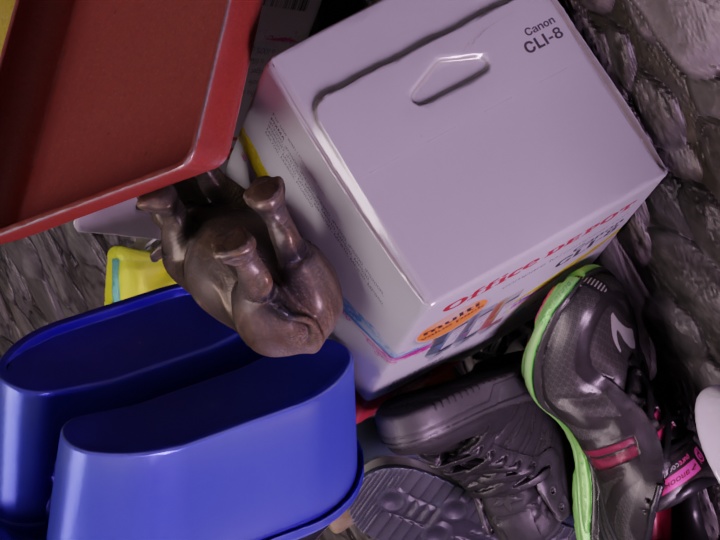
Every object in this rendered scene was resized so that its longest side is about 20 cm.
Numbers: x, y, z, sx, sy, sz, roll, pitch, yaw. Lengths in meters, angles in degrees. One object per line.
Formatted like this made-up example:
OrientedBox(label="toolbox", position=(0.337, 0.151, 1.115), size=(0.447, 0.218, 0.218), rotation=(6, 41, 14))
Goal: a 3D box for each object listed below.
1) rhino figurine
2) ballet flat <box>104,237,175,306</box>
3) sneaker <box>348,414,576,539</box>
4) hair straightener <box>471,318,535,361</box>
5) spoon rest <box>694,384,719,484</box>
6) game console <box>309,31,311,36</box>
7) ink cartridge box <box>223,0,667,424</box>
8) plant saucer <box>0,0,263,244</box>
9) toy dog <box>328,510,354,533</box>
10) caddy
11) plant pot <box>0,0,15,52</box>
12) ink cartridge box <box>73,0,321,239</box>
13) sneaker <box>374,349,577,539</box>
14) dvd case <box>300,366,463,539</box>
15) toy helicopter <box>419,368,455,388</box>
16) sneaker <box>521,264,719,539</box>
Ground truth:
OrientedBox(label="rhino figurine", position=(-0.071, -0.016, 1.304), size=(0.200, 0.060, 0.087), rotation=(35, 158, 57))
OrientedBox(label="ballet flat", position=(-0.088, -0.019, 1.630), size=(0.067, 0.200, 0.067), rotation=(-3, 107, 36))
OrientedBox(label="sneaker", position=(0.076, 0.132, 1.499), size=(0.200, 0.070, 0.082), rotation=(31, -154, -28))
OrientedBox(label="hair straightener", position=(0.070, 0.056, 1.519), size=(0.077, 0.041, 0.200), rotation=(53, 160, 22))
OrientedBox(label="spoon rest", position=(0.195, 0.077, 1.205), size=(0.099, 0.061, 0.200), rotation=(56, 159, 16))
OrientedBox(label="game console", position=(-0.050, -0.084, 1.545), size=(0.177, 0.031, 0.200), rotation=(112, 150, -67))
OrientedBox(label="ink cartridge box", position=(0.033, -0.041, 1.321), size=(0.145, 0.145, 0.200), rotation=(57, 161, 11))
OrientedBox(label="plant saucer", position=(-0.111, -0.110, 1.305), size=(0.037, 0.200, 0.200), rotation=(30, 150, -33))
OrientedBox(label="toy dog", position=(0.036, 0.161, 1.638), size=(0.096, 0.132, 0.200), rotation=(57, -165, -29))
OrientedBox(label="caddy", position=(-0.092, 0.088, 1.320), size=(0.141, 0.200, 0.105), rotation=(37, 135, 45))
OrientedBox(label="plant pot", position=(-0.166, -0.185, 1.610), size=(0.142, 0.200, 0.200), rotation=(27, 150, 16))
OrientedBox(label="ink cartridge box", position=(-0.097, -0.120, 1.442), size=(0.068, 0.115, 0.200), rotation=(37, 113, 42))
OrientedBox(label="sneaker", position=(0.078, 0.100, 1.389), size=(0.060, 0.200, 0.104), rotation=(-11, 94, 30))
OrientedBox(label="dvd case", position=(-0.040, 0.081, 1.676), size=(0.025, 0.150, 0.200), rotation=(48, 171, -35))
OrientedBox(label="toy helicopter", position=(0.000, 0.000, 1.557), size=(0.132, 0.079, 0.200), rotation=(96, 161, -45))
OrientedBox(label="sneaker", position=(0.142, 0.081, 1.353), size=(0.084, 0.077, 0.200), rotation=(12, 133, 43))
